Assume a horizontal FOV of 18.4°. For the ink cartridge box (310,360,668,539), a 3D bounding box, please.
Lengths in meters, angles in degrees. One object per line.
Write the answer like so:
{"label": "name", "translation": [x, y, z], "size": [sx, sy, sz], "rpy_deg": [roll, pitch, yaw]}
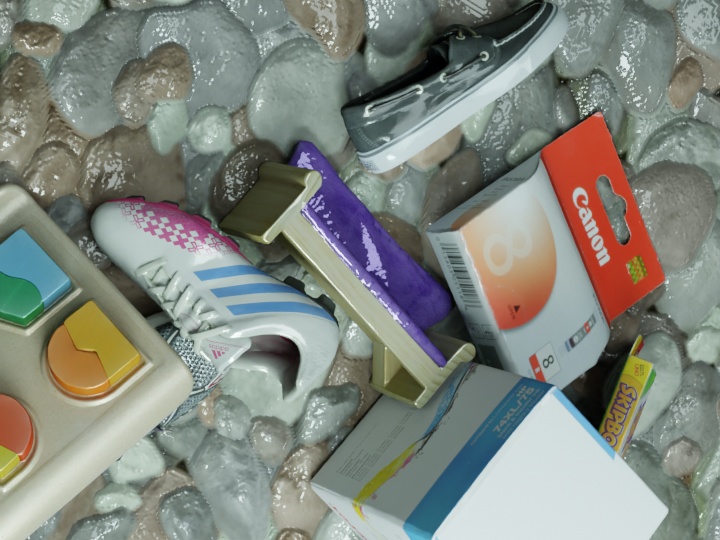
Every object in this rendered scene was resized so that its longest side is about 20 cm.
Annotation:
{"label": "ink cartridge box", "translation": [0.092, 0.169, 1.653], "size": [0.146, 0.200, 0.147], "rpy_deg": [-50, 115, -14]}

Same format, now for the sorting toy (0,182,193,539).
{"label": "sorting toy", "translation": [-0.242, 0.062, 1.514], "size": [0.185, 0.036, 0.200], "rpy_deg": [-41, 80, -16]}

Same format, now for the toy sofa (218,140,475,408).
{"label": "toy sofa", "translation": [0.000, 0.000, 1.649], "size": [0.098, 0.083, 0.200], "rpy_deg": [-48, 115, -12]}

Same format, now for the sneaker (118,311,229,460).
{"label": "sneaker", "translation": [-0.168, 0.097, 1.583], "size": [0.199, 0.075, 0.081], "rpy_deg": [-32, 110, -20]}

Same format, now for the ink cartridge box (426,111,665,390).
{"label": "ink cartridge box", "translation": [0.160, -0.008, 1.731], "size": [0.200, 0.050, 0.163], "rpy_deg": [-33, 110, -27]}

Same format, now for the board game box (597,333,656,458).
{"label": "board game box", "translation": [0.194, 0.150, 1.765], "size": [0.030, 0.096, 0.201], "rpy_deg": [19, 86, 11]}

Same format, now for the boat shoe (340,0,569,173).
{"label": "boat shoe", "translation": [0.072, -0.151, 1.674], "size": [0.200, 0.069, 0.057], "rpy_deg": [-38, 111, -15]}

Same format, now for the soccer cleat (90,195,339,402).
{"label": "soccer cleat", "translation": [-0.108, 0.020, 1.565], "size": [0.199, 0.070, 0.087], "rpy_deg": [28, 50, -3]}
